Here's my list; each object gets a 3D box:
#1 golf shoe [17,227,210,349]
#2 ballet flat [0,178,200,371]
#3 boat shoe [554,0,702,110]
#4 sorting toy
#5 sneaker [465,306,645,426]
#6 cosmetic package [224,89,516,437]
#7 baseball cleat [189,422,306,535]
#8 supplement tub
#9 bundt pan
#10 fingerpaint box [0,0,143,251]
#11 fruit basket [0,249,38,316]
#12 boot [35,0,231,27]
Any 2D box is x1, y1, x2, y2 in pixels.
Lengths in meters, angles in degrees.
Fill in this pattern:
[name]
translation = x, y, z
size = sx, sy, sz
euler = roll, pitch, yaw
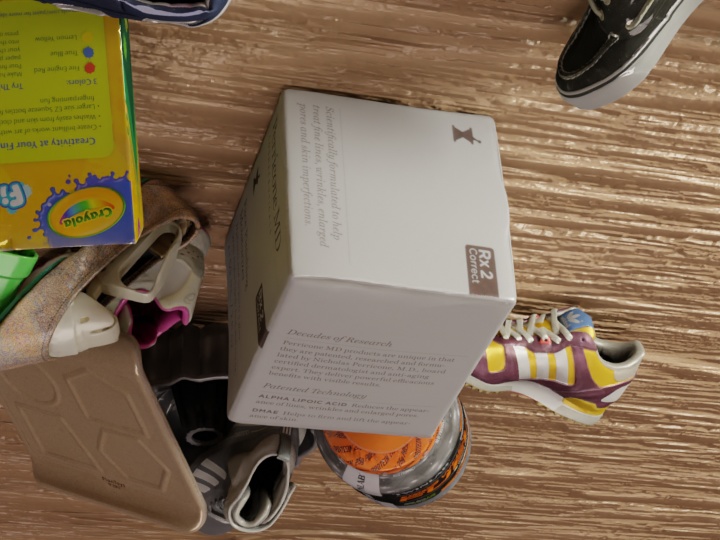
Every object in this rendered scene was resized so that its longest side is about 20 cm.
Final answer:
[golf shoe]
translation = -0.200, 0.028, 1.387
size = 0.199, 0.092, 0.075
euler = -27, 141, 32
[ballet flat]
translation = -0.186, 0.012, 1.278
size = 0.067, 0.200, 0.068
euler = 34, 152, 14
[boat shoe]
translation = 0.177, -0.184, 1.145
size = 0.063, 0.071, 0.200
euler = 16, 133, -29
[sorting toy]
translation = -0.216, 0.111, 1.424
size = 0.184, 0.037, 0.201
euler = 12, 135, 30
[sneaker]
translation = 0.146, 0.060, 1.509
size = 0.199, 0.075, 0.090
euler = 20, 121, -31
[cosmetic package]
translation = 0.000, 0.000, 1.304
size = 0.164, 0.166, 0.200
euler = 6, 144, -15
[baseball cleat]
translation = -0.106, 0.184, 1.481
size = 0.069, 0.107, 0.200
euler = 20, 136, -11
[supplement tub]
translation = 0.027, 0.130, 1.491
size = 0.122, 0.123, 0.200
euler = -9, 167, 6
[bundt pan]
translation = -0.133, 0.110, 1.529
size = 0.200, 0.076, 0.202
euler = -3, 147, -2
[fingerpaint box]
translation = -0.242, -0.097, 1.130
size = 0.198, 0.168, 0.073
euler = -4, -170, -2
[fruit basket]
translation = -0.326, -0.048, 1.250
size = 0.214, 0.155, 0.217
euler = -5, 106, -18
[boot]
translation = -0.170, -0.188, 1.035
size = 0.198, 0.073, 0.090
euler = 11, -173, -4
